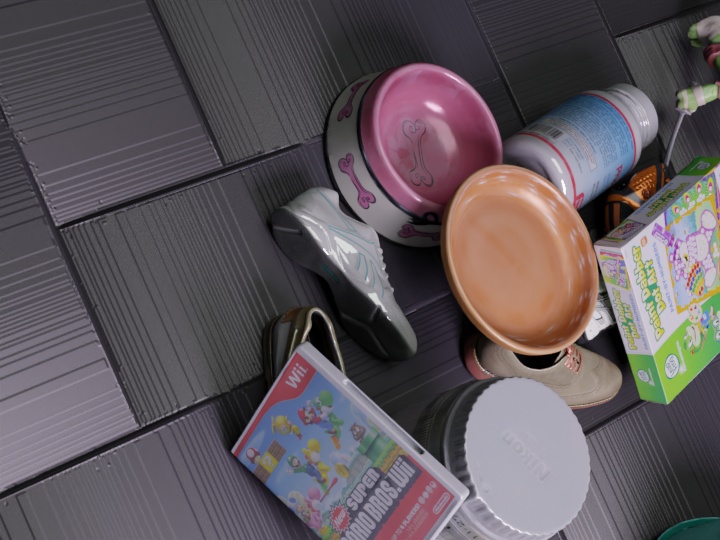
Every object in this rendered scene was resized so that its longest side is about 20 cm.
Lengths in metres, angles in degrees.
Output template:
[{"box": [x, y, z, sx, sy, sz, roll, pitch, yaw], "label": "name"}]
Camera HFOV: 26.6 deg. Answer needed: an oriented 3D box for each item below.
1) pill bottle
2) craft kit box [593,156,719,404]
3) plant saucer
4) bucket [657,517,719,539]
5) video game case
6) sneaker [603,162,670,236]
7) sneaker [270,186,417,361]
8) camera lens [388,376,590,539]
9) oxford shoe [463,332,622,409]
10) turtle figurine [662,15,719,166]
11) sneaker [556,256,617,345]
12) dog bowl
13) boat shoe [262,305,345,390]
[{"box": [0.244, -0.134, 1.701, 0.199, 0.109, 0.109, -33, 92, -36], "label": "pill bottle"}, {"box": [0.353, 0.009, 1.669, 0.197, 0.048, 0.201, -36, 118, -29], "label": "craft kit box"}, {"box": [0.158, -0.009, 1.555, 0.199, 0.037, 0.202, 13, 67, -31], "label": "plant saucer"}, {"box": [0.401, 0.354, 1.613, 0.206, 0.134, 0.209, 12, 67, -30], "label": "bucket"}, {"box": [-0.013, 0.180, 1.362, 0.200, 0.143, 0.017, 42, 31, 14], "label": "video game case"}, {"box": [0.369, -0.067, 1.778, 0.198, 0.077, 0.113, 7, 70, -31], "label": "sneaker"}, {"box": [0.000, 0.000, 1.517, 0.201, 0.070, 0.080, 53, 51, -6], "label": "sneaker"}, {"box": [0.099, 0.193, 1.431, 0.159, 0.200, 0.161, 12, 67, -29], "label": "camera lens"}, {"box": [0.209, 0.103, 1.613, 0.199, 0.075, 0.071, 11, 68, -30], "label": "oxford shoe"}, {"box": [0.442, -0.203, 1.877, 0.142, 0.201, 0.195, 7, 47, -8], "label": "turtle figurine"}, {"box": [0.256, 0.043, 1.680, 0.198, 0.075, 0.089, 13, 84, -27], "label": "sneaker"}, {"box": [0.064, -0.128, 1.602, 0.199, 0.074, 0.202, 12, 67, -30], "label": "dog bowl"}, {"box": [-0.047, 0.133, 1.439, 0.074, 0.068, 0.202, -4, 76, -34], "label": "boat shoe"}]
